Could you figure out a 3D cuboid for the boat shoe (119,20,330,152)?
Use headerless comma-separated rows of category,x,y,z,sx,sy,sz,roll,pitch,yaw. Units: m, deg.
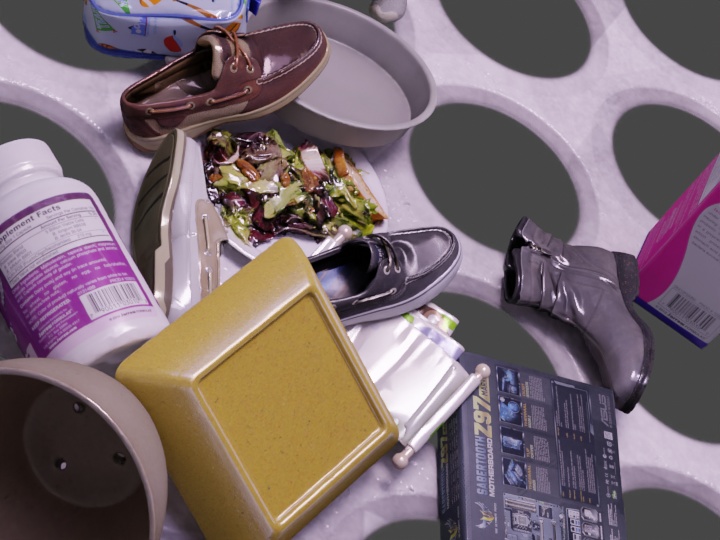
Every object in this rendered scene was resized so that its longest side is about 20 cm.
boat shoe,-0.119,-0.174,1.691,0.199,0.072,0.072,-23,58,-8

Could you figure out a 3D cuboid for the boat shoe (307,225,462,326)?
boat shoe,0.000,0.000,1.628,0.199,0.066,0.070,-17,62,-17

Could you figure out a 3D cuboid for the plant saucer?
plant saucer,-0.063,0.106,1.494,0.200,0.048,0.201,-39,110,-32

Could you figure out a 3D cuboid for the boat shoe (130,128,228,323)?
boat shoe,-0.149,-0.024,1.619,0.068,0.075,0.201,19,55,-25

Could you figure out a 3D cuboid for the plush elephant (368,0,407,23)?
plush elephant,-0.042,-0.336,1.870,0.154,0.200,0.166,-15,64,-14

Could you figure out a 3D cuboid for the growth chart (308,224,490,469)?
growth chart,0.014,0.057,1.644,0.144,0.018,0.200,-38,71,-25

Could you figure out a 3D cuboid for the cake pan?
cake pan,-0.025,-0.184,1.811,0.199,0.037,0.201,17,36,-13

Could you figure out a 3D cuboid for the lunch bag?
lunch bag,-0.170,-0.272,1.768,0.159,0.076,0.201,3,53,-6

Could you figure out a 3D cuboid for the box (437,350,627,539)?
box,0.145,0.177,1.646,0.157,0.051,0.201,15,50,-20

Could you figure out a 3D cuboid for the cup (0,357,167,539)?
cup,-0.217,0.145,1.378,0.200,0.201,0.143,39,19,2

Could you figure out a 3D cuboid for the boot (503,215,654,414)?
boot,0.193,0.042,1.778,0.131,0.070,0.201,17,36,-16

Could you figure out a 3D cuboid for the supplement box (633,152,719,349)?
supplement box,0.351,-0.037,1.834,0.101,0.200,0.104,35,45,-3

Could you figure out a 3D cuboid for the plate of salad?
plate of salad,-0.060,-0.080,1.728,0.199,0.048,0.201,16,50,-20

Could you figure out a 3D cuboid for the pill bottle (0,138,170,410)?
pill bottle,-0.236,0.000,1.514,0.112,0.112,0.201,-15,64,-38
